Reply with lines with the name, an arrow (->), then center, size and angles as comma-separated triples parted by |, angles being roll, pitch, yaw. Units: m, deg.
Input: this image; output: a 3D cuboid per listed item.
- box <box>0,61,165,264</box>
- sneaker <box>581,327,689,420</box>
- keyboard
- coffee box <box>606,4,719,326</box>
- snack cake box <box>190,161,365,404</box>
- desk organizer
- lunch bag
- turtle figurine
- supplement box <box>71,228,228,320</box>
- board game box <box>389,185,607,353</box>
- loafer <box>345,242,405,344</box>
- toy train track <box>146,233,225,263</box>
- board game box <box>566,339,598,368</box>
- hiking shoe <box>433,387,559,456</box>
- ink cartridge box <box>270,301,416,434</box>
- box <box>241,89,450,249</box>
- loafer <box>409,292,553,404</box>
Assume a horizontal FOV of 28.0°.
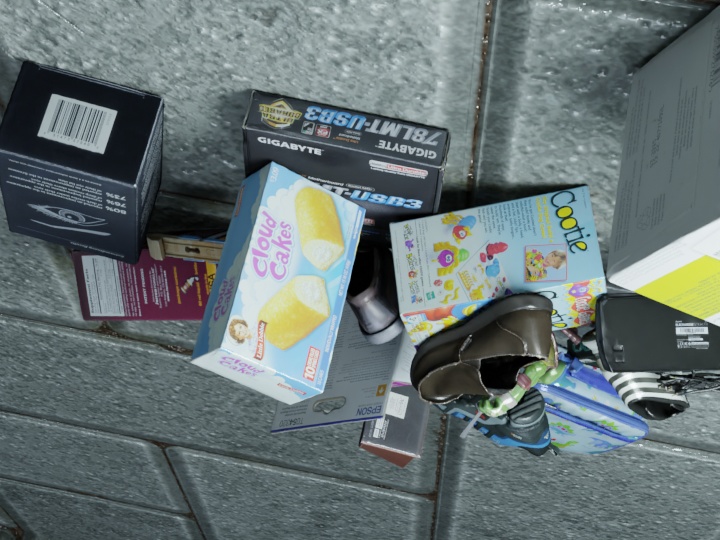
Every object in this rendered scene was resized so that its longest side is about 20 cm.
box -> -0.283, -0.105, 1.474 | 0.146, 0.105, 0.200 | 15, 157, -4
sneaker -> 0.305, 0.092, 1.491 | 0.075, 0.116, 0.200 | -27, 176, 38
keyboard -> 0.315, 0.074, 1.408 | 0.198, 0.105, 0.040 | 0, 171, -17
coffee box -> 0.331, -0.076, 1.102 | 0.196, 0.202, 0.200 | 20, 155, -17
snack cake box -> -0.077, 0.013, 1.389 | 0.114, 0.202, 0.067 | 26, 152, -25
desk organizer -> 0.047, 0.122, 1.686 | 0.071, 0.202, 0.077 | 15, 158, -7
lunch bag -> 0.257, 0.164, 1.821 | 0.199, 0.083, 0.160 | 23, 152, -23
turtle figurine -> 0.132, 0.086, 1.623 | 0.199, 0.145, 0.194 | 1, 144, 40
supplement box -> -0.215, 0.005, 1.647 | 0.198, 0.087, 0.110 | -1, -169, 30
board game box -> 0.139, 0.002, 1.429 | 0.198, 0.106, 0.103 | -10, 152, 9
loafer -> 0.000, 0.000, 1.512 | 0.072, 0.200, 0.063 | -34, 121, 5
toy train track -> -0.147, -0.014, 1.512 | 0.198, 0.033, 0.116 | 7, 119, 30
board game box -> 0.353, 0.091, 1.638 | 0.199, 0.028, 0.135 | -10, 161, 42
hiking shoe -> 0.148, 0.172, 1.751 | 0.199, 0.074, 0.087 | 21, 143, 48
ink cartridge box -> -0.007, 0.092, 1.646 | 0.043, 0.202, 0.195 | 30, 151, -35
box -> -0.016, -0.092, 1.439 | 0.198, 0.050, 0.199 | 11, 157, 2
loafer -> 0.114, 0.091, 1.401 | 0.072, 0.072, 0.200 | 10, 149, -28
